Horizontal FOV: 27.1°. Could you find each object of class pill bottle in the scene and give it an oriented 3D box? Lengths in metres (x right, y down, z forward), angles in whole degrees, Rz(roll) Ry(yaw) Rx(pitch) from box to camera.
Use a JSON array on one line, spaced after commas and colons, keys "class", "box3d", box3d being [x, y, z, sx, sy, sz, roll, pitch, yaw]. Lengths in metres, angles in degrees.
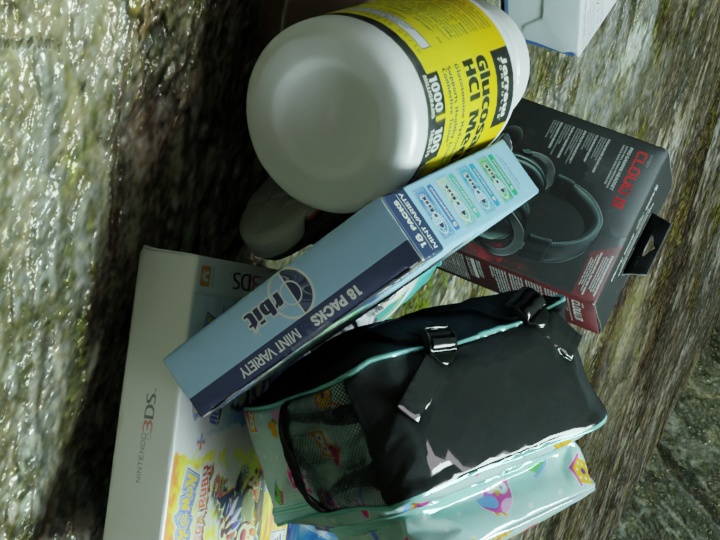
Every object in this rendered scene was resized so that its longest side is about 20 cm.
[{"class": "pill bottle", "box3d": [0.027, -0.111, 0.908, 0.200, 0.112, 0.113, -31, 138, -56]}]

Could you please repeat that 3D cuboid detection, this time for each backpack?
[{"class": "backpack", "box3d": [0.031, 0.100, 0.897, 0.176, 0.200, 0.154, -20, 96, -34]}]

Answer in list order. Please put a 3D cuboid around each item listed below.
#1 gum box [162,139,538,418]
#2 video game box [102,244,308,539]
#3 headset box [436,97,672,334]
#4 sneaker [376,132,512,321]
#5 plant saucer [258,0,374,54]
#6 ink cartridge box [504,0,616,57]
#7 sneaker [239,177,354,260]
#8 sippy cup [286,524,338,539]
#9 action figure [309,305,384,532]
[{"class": "gum box", "box3d": [0.000, 0.000, 0.878, 0.170, 0.045, 0.200, -35, 178, 28]}, {"class": "video game box", "box3d": [-0.091, 0.092, 0.946, 0.182, 0.047, 0.201, 10, 87, -66]}, {"class": "headset box", "box3d": [0.155, -0.050, 1.240, 0.149, 0.200, 0.077, -61, 158, -14]}, {"class": "sneaker", "box3d": [0.045, -0.039, 1.179, 0.200, 0.077, 0.080, -51, 160, -14]}, {"class": "plant saucer", "box3d": [-0.009, -0.184, 0.950, 0.200, 0.034, 0.201, -50, 153, -37]}, {"class": "ink cartridge box", "box3d": [0.198, -0.299, 1.271, 0.200, 0.076, 0.137, -53, 155, -30]}, {"class": "sneaker", "box3d": [-0.004, -0.044, 1.003, 0.200, 0.077, 0.082, -43, 119, -48]}, {"class": "sippy cup", "box3d": [-0.041, 0.202, 1.112, 0.140, 0.130, 0.178, -28, 136, -58]}, {"class": "action figure", "box3d": [-0.017, 0.079, 1.059, 0.130, 0.069, 0.200, 113, -26, -56]}]
